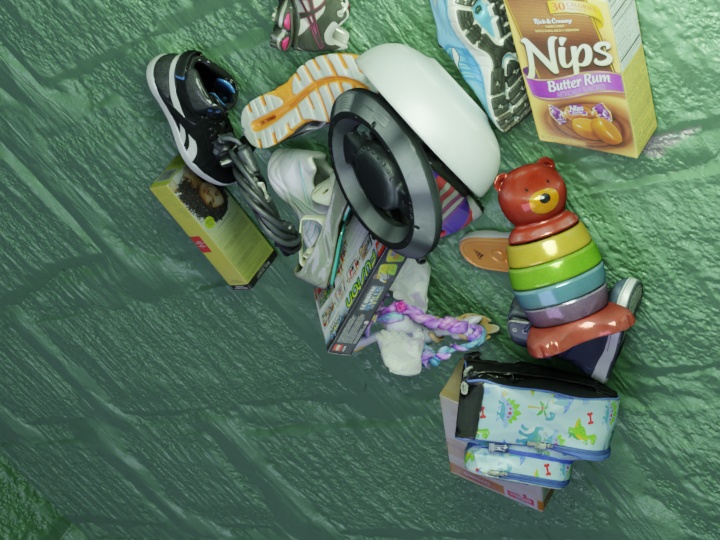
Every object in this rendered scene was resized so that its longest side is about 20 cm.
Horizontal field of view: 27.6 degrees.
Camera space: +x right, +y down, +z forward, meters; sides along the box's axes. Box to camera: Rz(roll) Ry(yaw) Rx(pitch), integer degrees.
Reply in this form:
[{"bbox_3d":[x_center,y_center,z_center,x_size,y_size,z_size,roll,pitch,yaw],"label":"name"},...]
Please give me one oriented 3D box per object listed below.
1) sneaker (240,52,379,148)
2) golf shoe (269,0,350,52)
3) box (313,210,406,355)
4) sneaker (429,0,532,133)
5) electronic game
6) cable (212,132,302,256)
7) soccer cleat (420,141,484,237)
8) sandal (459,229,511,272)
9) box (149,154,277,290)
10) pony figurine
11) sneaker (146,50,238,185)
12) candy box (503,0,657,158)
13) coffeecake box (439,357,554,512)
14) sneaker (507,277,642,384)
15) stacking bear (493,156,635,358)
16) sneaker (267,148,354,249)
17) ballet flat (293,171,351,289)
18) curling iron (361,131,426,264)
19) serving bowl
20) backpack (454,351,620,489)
[{"bbox_3d":[-0.048,-0.204,1.713,0.199,0.077,0.079,-17,92,34],"label":"sneaker"},{"bbox_3d":[-0.048,-0.313,1.576,0.088,0.078,0.200,11,149,2],"label":"golf shoe"},{"bbox_3d":[0.000,0.000,1.843,0.035,0.110,0.200,8,133,-24],"label":"box"},{"bbox_3d":[0.127,-0.231,1.514,0.090,0.078,0.200,36,160,49],"label":"sneaker"},{"bbox_3d":[0.026,-0.105,1.611,0.200,0.041,0.201,47,153,33],"label":"electronic game"},{"bbox_3d":[-0.117,-0.091,1.799,0.164,0.051,0.200,56,177,6],"label":"cable"},{"bbox_3d":[0.085,-0.084,1.661,0.068,0.073,0.200,52,-176,21],"label":"soccer cleat"},{"bbox_3d":[0.193,-0.005,1.749,0.206,0.059,0.079,-1,134,46],"label":"sandal"},{"bbox_3d":[-0.203,-0.067,2.052,0.050,0.075,0.200,-4,132,48],"label":"box"},{"bbox_3d":[0.058,0.066,1.925,0.199,0.168,0.192,-6,162,45],"label":"pony figurine"},{"bbox_3d":[-0.186,-0.188,1.867,0.111,0.073,0.200,4,135,45],"label":"sneaker"},{"bbox_3d":[0.217,-0.209,1.448,0.116,0.057,0.201,14,142,34],"label":"candy box"},{"bbox_3d":[0.200,0.232,2.057,0.153,0.073,0.201,21,146,24],"label":"coffeecake box"},{"bbox_3d":[0.251,0.052,1.752,0.146,0.077,0.203,26,150,11],"label":"sneaker"},{"bbox_3d":[0.210,-0.022,1.627,0.114,0.121,0.201,-129,21,-82],"label":"stacking bear"},{"bbox_3d":[-0.041,-0.073,1.884,0.080,0.071,0.201,-3,132,43],"label":"sneaker"},{"bbox_3d":[-0.039,-0.069,1.812,0.063,0.067,0.201,19,116,2],"label":"ballet flat"},{"bbox_3d":[0.037,-0.088,1.701,0.050,0.025,0.201,65,-175,-59],"label":"curling iron"},{"bbox_3d":[0.084,-0.173,1.564,0.200,0.066,0.200,45,-172,-8],"label":"serving bowl"},{"bbox_3d":[0.220,0.193,1.853,0.199,0.148,0.183,6,-175,4],"label":"backpack"}]
